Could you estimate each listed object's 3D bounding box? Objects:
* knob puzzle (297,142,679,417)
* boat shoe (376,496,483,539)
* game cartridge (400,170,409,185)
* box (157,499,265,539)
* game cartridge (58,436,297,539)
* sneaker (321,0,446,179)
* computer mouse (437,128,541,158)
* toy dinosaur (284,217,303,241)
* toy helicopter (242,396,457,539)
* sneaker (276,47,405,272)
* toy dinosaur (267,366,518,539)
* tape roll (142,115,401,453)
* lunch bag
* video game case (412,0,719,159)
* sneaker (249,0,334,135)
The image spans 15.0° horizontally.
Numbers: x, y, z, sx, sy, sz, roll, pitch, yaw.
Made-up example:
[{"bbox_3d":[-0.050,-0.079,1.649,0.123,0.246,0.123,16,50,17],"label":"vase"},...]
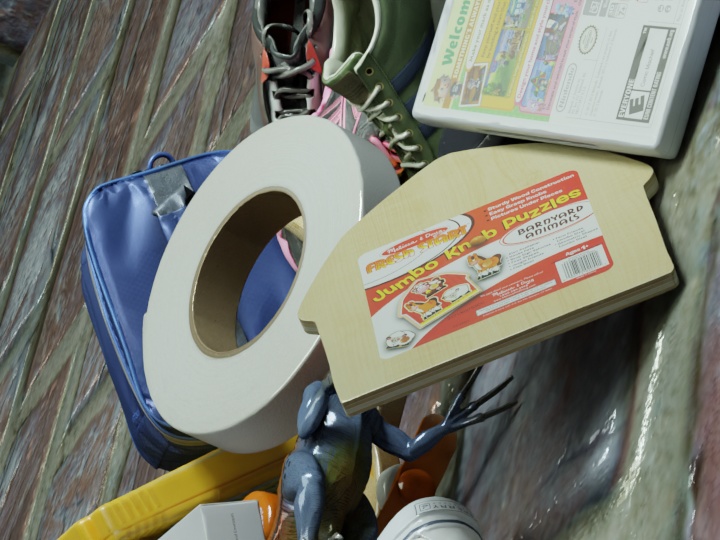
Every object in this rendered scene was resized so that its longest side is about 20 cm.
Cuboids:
[{"bbox_3d":[0.063,-0.004,1.410,0.219,0.031,0.220,-19,30,11],"label":"knob puzzle"},{"bbox_3d":[0.004,0.207,1.387,0.067,0.073,0.201,-107,36,-56],"label":"boat shoe"},{"bbox_3d":[0.018,-0.033,1.811,0.177,0.032,0.200,-65,17,4],"label":"game cartridge"},{"bbox_3d":[-0.083,0.247,1.538,0.156,0.041,0.201,-42,54,57],"label":"box"},{"bbox_3d":[-0.108,0.149,1.690,0.199,0.033,0.176,-25,-9,-31],"label":"game cartridge"},{"bbox_3d":[0.017,-0.108,1.620,0.067,0.089,0.201,-8,93,59],"label":"sneaker"},{"bbox_3d":[0.119,-0.126,1.559,0.200,0.053,0.139,-56,22,6],"label":"computer mouse"},{"bbox_3d":[0.000,0.000,1.684,0.200,0.058,0.102,20,111,46],"label":"toy dinosaur"},{"bbox_3d":[0.008,0.097,1.538,0.132,0.079,0.201,9,82,59],"label":"toy helicopter"},{"bbox_3d":[0.008,-0.084,1.750,0.095,0.079,0.201,-8,61,55],"label":"sneaker"},{"bbox_3d":[-0.024,0.087,1.454,0.199,0.105,0.182,-26,48,18],"label":"toy dinosaur"},{"bbox_3d":[-0.053,0.007,1.597,0.202,0.037,0.204,-31,46,38],"label":"tape roll"},{"bbox_3d":[-0.104,0.017,1.784,0.132,0.135,0.201,110,140,-69],"label":"lunch bag"},{"bbox_3d":[0.123,-0.165,1.459,0.182,0.022,0.201,11,82,46],"label":"video game case"},{"bbox_3d":[-0.047,-0.119,1.819,0.082,0.077,0.201,18,-115,-77],"label":"sneaker"}]
